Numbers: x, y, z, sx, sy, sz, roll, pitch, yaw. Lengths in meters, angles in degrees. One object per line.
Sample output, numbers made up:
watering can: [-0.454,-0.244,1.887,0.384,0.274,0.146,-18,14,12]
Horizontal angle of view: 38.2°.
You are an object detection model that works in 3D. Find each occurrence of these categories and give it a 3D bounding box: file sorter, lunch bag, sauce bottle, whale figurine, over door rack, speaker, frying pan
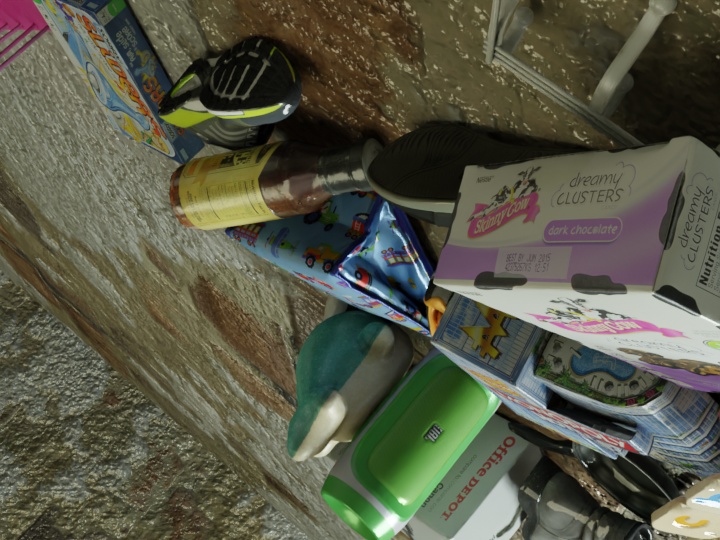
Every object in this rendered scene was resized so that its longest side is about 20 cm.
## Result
file sorter: [-0.450,-0.292,1.144,0.199,0.126,0.139,17,148,51]
lunch bag: [0.000,0.000,0.949,0.150,0.095,0.200,21,162,43]
sauce bottle: [-0.069,-0.075,0.865,0.198,0.066,0.066,-7,133,31]
whale figurine: [-0.026,0.107,1.001,0.103,0.160,0.200,34,-156,11]
over door rack: [0.124,-0.111,0.470,0.147,0.067,0.200,37,179,13]
speaker: [0.053,0.153,0.965,0.088,0.200,0.089,36,160,16]
frying pan: [0.223,0.183,0.952,0.115,0.031,0.190,49,163,-15]

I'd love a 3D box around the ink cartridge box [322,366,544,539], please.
ink cartridge box: [0.080,0.206,1.104,0.199,0.145,0.084,25,152,41]

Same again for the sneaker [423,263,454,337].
sneaker: [0.091,0.042,0.854,0.078,0.077,0.201,28,157,31]

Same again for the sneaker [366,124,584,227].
sneaker: [0.091,-0.031,0.708,0.199,0.075,0.107,20,150,46]

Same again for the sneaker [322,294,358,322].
sneaker: [-0.001,0.080,1.153,0.081,0.078,0.201,8,147,5]

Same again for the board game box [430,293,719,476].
board game box: [0.152,0.079,0.750,0.199,0.062,0.199,21,170,47]

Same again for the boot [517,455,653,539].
boot: [0.229,0.269,1.035,0.131,0.070,0.200,32,168,29]

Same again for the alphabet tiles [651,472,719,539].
alphabet tiles: [0.284,0.146,0.618,0.193,0.015,0.200,13,146,-11]

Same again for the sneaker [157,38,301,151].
sneaker: [-0.097,-0.141,0.880,0.081,0.074,0.199,35,168,-30]

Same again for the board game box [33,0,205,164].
board game box: [-0.249,-0.208,1.062,0.135,0.034,0.201,27,155,38]

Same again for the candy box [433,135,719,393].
candy box: [0.166,0.008,0.533,0.199,0.072,0.167,22,171,-27]
